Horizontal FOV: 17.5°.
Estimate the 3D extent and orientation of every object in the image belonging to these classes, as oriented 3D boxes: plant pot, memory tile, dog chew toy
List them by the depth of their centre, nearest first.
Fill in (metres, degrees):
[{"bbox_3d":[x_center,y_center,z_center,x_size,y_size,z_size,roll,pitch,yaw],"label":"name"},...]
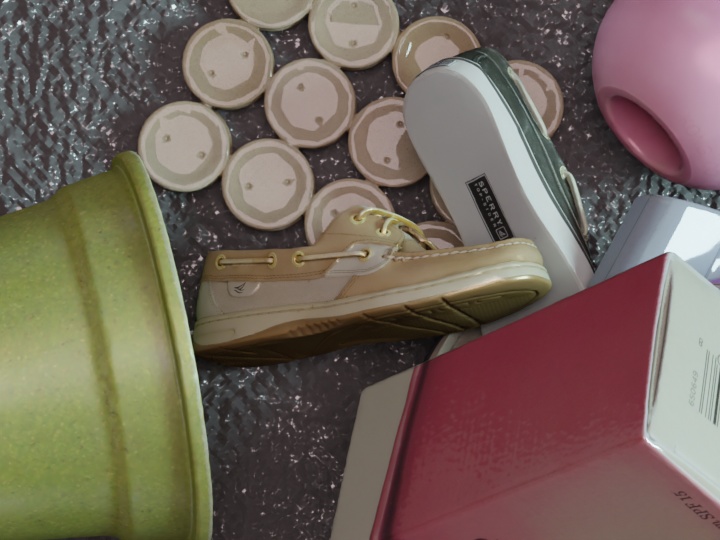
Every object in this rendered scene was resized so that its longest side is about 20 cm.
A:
[{"bbox_3d":[-0.183,0.056,1.135,0.184,0.200,0.201,-11,83,-11],"label":"plant pot"},{"bbox_3d":[0.215,-0.135,1.225,0.200,0.125,0.125,-44,85,-14],"label":"dog chew toy"},{"bbox_3d":[-0.004,-0.078,1.261,0.200,0.017,0.153,26,83,3],"label":"memory tile"}]

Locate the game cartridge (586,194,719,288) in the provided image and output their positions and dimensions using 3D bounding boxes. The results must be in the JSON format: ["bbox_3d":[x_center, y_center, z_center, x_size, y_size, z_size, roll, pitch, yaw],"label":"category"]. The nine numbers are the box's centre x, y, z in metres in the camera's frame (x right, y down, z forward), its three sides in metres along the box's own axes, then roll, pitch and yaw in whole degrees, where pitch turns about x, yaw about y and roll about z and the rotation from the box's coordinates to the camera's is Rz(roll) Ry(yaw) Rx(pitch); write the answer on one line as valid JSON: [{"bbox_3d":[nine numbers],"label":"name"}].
[{"bbox_3d":[0.197,0.054,1.194,0.200,0.042,0.133,34,82,-23],"label":"game cartridge"}]

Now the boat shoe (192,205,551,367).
[{"bbox_3d":[0.000,0.000,1.196,0.200,0.074,0.069,-11,74,24],"label":"boat shoe"}]

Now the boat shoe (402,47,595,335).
[{"bbox_3d":[0.090,-0.021,1.212,0.071,0.064,0.200,-17,98,38],"label":"boat shoe"}]

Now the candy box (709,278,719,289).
[{"bbox_3d":[0.269,0.088,1.170,0.168,0.072,0.200,-11,96,-24],"label":"candy box"}]

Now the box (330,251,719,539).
[{"bbox_3d":[0.102,0.097,1.086,0.128,0.200,0.109,37,46,-27],"label":"box"}]

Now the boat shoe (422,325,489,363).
[{"bbox_3d":[0.032,0.109,1.210,0.073,0.063,0.200,32,60,-28],"label":"boat shoe"}]
